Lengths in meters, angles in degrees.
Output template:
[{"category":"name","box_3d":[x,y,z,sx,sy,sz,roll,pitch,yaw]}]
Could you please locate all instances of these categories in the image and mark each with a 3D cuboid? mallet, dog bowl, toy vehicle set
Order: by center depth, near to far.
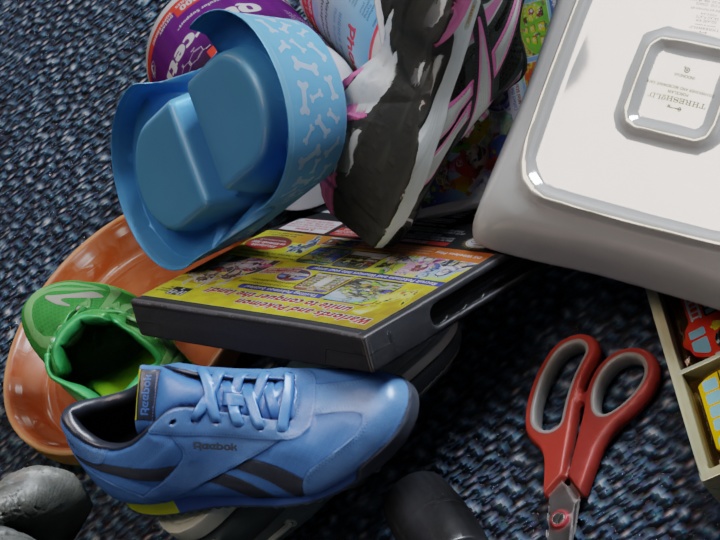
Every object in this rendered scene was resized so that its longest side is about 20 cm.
[{"category":"toy vehicle set","box_3d":[0.210,0.012,0.936,0.124,0.027,0.200,-27,41,18]},{"category":"mallet","box_3d":[-0.011,0.193,0.954,0.200,0.041,0.066,-49,36,-2]},{"category":"dog bowl","box_3d":[-0.075,-0.074,1.056,0.200,0.050,0.112,-34,74,52]}]

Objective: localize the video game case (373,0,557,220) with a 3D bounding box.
[{"category":"video game case","box_3d":[0.108,-0.116,1.025,0.200,0.018,0.143,-12,83,24]}]

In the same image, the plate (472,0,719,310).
[{"category":"plate","box_3d":[0.165,-0.087,0.940,0.199,0.032,0.200,17,83,33]}]

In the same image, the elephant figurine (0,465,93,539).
[{"category":"elephant figurine","box_3d":[-0.180,0.176,0.977,0.141,0.200,0.155,11,63,46]}]

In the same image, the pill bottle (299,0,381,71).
[{"category":"pill bottle","box_3d":[0.043,-0.152,1.163,0.109,0.109,0.200,-41,38,3]}]

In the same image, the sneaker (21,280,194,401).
[{"category":"sneaker","box_3d":[-0.152,0.044,1.119,0.074,0.084,0.200,-50,39,-8]}]

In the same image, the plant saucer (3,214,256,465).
[{"category":"plant saucer","box_3d":[-0.144,0.039,1.207,0.200,0.032,0.200,-23,44,24]}]

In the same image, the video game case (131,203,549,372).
[{"category":"video game case","box_3d":[0.000,0.000,1.048,0.181,0.026,0.200,-29,23,-37]}]

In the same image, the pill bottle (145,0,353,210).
[{"category":"pill bottle","box_3d":[-0.065,-0.111,1.194,0.112,0.112,0.200,-41,30,2]}]

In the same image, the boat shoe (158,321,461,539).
[{"category":"boat shoe","box_3d":[-0.019,0.090,1.031,0.200,0.062,0.073,-39,35,6]}]

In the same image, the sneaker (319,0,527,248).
[{"category":"sneaker","box_3d":[0.048,-0.098,1.002,0.080,0.086,0.200,51,131,36]}]

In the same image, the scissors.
[{"category":"scissors","box_3d":[0.099,0.118,0.947,0.073,0.014,0.200,1,56,38]}]

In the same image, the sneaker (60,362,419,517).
[{"category":"sneaker","box_3d":[-0.068,0.080,0.971,0.200,0.078,0.066,-12,46,29]}]
